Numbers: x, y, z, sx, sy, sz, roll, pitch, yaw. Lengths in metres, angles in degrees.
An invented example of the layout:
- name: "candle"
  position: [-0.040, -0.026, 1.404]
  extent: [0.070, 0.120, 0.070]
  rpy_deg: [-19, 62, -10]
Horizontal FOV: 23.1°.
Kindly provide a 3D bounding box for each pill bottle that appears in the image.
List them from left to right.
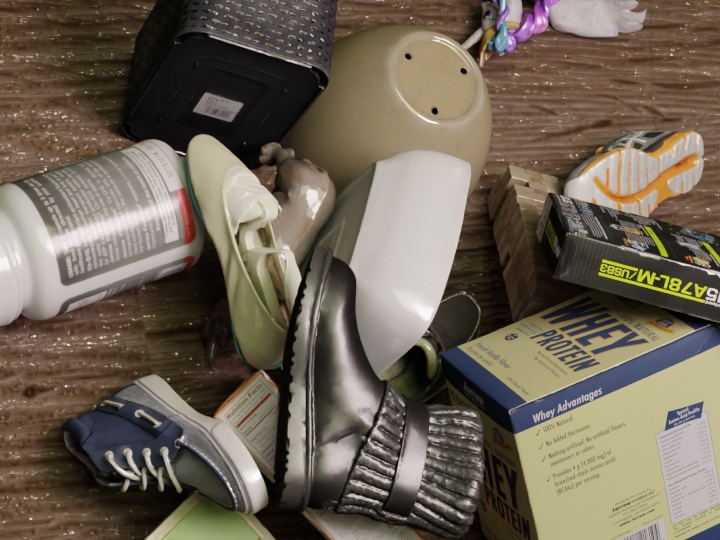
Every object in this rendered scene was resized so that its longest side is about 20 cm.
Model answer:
- name: "pill bottle"
  position: [-0.237, -0.027, 1.439]
  extent: [0.199, 0.114, 0.115]
  rpy_deg: [-20, 78, -31]

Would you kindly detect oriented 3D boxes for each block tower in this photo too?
- name: "block tower"
  position: [0.160, -0.018, 1.605]
  extent: [0.057, 0.054, 0.201]
  rpy_deg: [13, 36, -17]

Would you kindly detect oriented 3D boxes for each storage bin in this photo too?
- name: "storage bin"
  position: [-0.114, -0.179, 1.510]
  extent: [0.134, 0.200, 0.095]
  rpy_deg: [15, 62, -19]

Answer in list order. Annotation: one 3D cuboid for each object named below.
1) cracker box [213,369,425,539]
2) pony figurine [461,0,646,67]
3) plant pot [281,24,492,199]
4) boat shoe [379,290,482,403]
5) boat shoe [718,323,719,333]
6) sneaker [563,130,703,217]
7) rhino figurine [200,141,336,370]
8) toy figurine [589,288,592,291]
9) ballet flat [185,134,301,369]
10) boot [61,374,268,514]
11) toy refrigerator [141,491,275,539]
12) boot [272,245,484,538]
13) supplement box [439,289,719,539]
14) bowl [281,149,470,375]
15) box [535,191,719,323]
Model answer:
- name: "cracker box"
  position: [-0.034, 0.170, 1.433]
  extent: [0.058, 0.134, 0.200]
  rpy_deg: [-43, 90, -6]
- name: "pony figurine"
  position: [0.186, -0.303, 1.752]
  extent: [0.191, 0.167, 0.202]
  rpy_deg: [-6, 71, 7]
- name: "plant pot"
  position: [0.042, -0.144, 1.609]
  extent: [0.199, 0.134, 0.202]
  rpy_deg: [10, 65, -22]
- name: "boat shoe"
  position: [0.048, 0.082, 1.553]
  extent: [0.072, 0.066, 0.201]
  rpy_deg: [49, 58, 2]
- name: "boat shoe"
  position: [0.321, 0.118, 1.548]
  extent: [0.066, 0.201, 0.074]
  rpy_deg: [-16, 47, -7]
- name: "sneaker"
  position: [0.251, -0.091, 1.702]
  extent: [0.199, 0.077, 0.079]
  rpy_deg: [-18, 115, -46]
- name: "rhino figurine"
  position: [-0.085, -0.008, 1.500]
  extent: [0.060, 0.087, 0.201]
  rpy_deg: [31, 82, -41]
- name: "toy figurine"
  position: [0.230, 0.054, 1.628]
  extent: [0.183, 0.151, 0.201]
  rpy_deg: [-14, 55, -19]
- name: "ballet flat"
  position: [-0.085, -0.022, 1.429]
  extent: [0.069, 0.069, 0.202]
  rpy_deg: [-15, 85, -29]
- name: "boot"
  position: [-0.155, 0.152, 1.375]
  extent: [0.090, 0.200, 0.073]
  rpy_deg: [-28, 120, -24]
- name: "toy refrigerator"
  position: [-0.163, 0.255, 1.379]
  extent: [0.076, 0.070, 0.200]
  rpy_deg: [47, 58, 0]
- name: "boot"
  position: [0.018, 0.093, 1.350]
  extent: [0.156, 0.079, 0.213]
  rpy_deg: [6, 82, -9]
- name: "supplement box"
  position: [0.198, 0.143, 1.481]
  extent: [0.199, 0.134, 0.201]
  rpy_deg: [-21, 114, -16]
- name: "bowl"
  position: [0.000, 0.000, 1.481]
  extent: [0.074, 0.200, 0.201]
  rpy_deg: [28, 52, -18]
- name: "box"
  position: [0.250, -0.008, 1.479]
  extent: [0.191, 0.200, 0.048]
  rpy_deg: [17, 102, -3]
